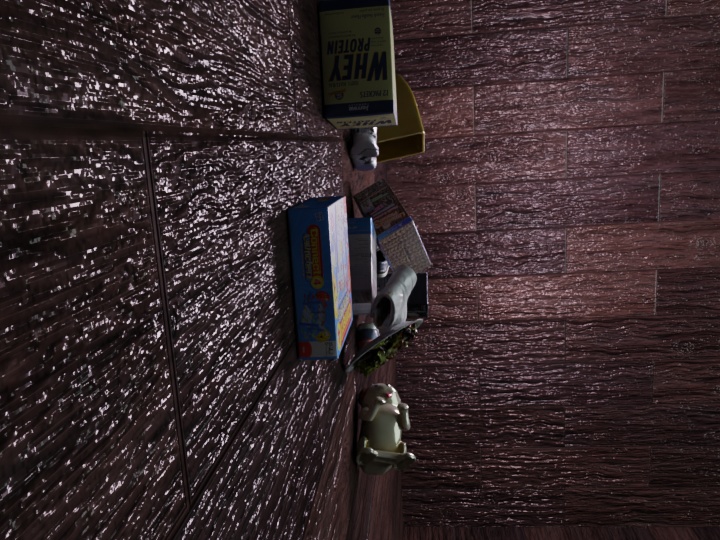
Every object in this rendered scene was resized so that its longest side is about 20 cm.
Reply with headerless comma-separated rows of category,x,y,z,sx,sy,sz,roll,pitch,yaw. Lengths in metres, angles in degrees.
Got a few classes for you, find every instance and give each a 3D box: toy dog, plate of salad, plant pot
toy dog,0.054,0.368,1.443,0.196,0.135,0.205,101,-8,-54
plate of salad,0.055,0.166,1.272,0.049,0.197,0.200,57,-2,15
plant pot,0.080,-0.456,1.800,0.194,0.189,0.207,45,34,-81

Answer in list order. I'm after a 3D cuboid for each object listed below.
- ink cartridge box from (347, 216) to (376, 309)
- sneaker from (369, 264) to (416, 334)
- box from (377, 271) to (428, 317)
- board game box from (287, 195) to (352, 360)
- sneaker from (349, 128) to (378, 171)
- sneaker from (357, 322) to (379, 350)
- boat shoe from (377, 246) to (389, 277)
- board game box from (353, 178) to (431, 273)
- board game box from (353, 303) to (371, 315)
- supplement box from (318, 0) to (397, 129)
ink cartridge box,0.000,0.000,1.342,0.116,0.065,0.207,66,22,-71
sneaker,0.051,0.092,1.272,0.116,0.072,0.203,-47,158,-41
box,0.154,0.093,2.229,0.201,0.190,0.128,69,20,-71
board game box,-0.053,0.001,0.877,0.200,0.054,0.203,-65,152,-78
sneaker,0.008,-0.337,1.546,0.200,0.072,0.119,83,5,-81
sneaker,0.031,0.212,1.574,0.201,0.072,0.087,59,26,-58
boat shoe,0.073,-0.050,2.098,0.201,0.072,0.064,-64,164,-59
board game box,0.078,-0.102,1.530,0.161,0.095,0.202,60,1,-44
board game box,0.046,0.091,1.495,0.200,0.122,0.036,33,55,-83
supplement box,0.001,-0.394,1.181,0.200,0.129,0.207,-48,135,-82
